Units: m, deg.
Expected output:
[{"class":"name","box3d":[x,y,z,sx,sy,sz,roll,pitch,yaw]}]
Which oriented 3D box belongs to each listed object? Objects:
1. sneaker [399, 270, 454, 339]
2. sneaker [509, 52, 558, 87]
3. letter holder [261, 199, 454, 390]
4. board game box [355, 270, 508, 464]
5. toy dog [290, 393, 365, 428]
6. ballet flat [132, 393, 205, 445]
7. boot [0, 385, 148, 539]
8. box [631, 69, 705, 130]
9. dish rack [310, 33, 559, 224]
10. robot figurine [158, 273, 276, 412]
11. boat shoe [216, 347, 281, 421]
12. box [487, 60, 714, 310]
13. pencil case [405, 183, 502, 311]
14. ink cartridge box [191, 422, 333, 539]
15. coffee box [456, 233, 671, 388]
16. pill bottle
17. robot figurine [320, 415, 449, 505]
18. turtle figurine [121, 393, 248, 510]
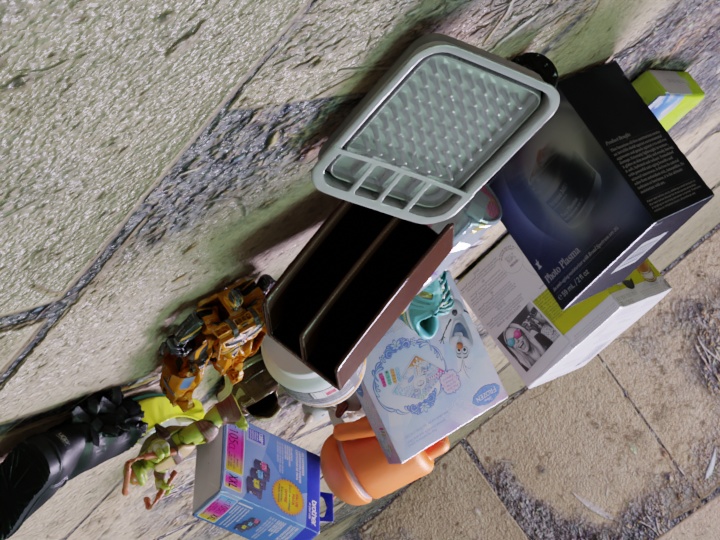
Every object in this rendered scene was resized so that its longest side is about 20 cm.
[{"class":"sneaker","box3d":[0.096,0.018,1.986,0.077,0.080,0.201,-30,158,-26]},{"class":"sneaker","box3d":[0.110,-0.140,1.518,0.199,0.067,0.091,-33,164,-21]},{"class":"letter holder","box3d":[0.000,0.000,1.540,0.200,0.100,0.142,-51,168,-14]},{"class":"board game box","box3d":[0.082,0.133,2.096,0.199,0.200,0.043,-28,-176,-28]},{"class":"toy dog","box3d":[-0.037,0.200,2.235,0.097,0.131,0.201,-53,169,-34]},{"class":"ballet flat","box3d":[-0.227,0.184,1.793,0.067,0.067,0.200,-36,167,11]},{"class":"boot","box3d":[-0.330,0.210,1.637,0.198,0.074,0.162,-43,171,34]},{"class":"box","box3d":[0.365,-0.204,1.970,0.122,0.048,0.200,-43,165,25]},{"class":"dish rack","box3d":[0.064,-0.132,1.373,0.171,0.044,0.200,16,134,-35]},{"class":"robot figurine","box3d":[-0.151,0.076,1.630,0.144,0.058,0.200,-30,166,-29]},{"class":"boat shoe","box3d":[-0.137,0.162,1.923,0.074,0.075,0.203,-32,166,-12]},{"class":"box","box3d":[0.263,-0.097,1.758,0.123,0.199,0.200,-21,161,-38]},{"class":"pencil case","box3d":[0.076,-0.031,1.770,0.200,0.083,0.091,-45,-174,32]},{"class":"ink cartridge box","box3d":[-0.128,0.300,2.086,0.199,0.137,0.076,30,128,-28]},{"class":"coffee box","box3d":[0.304,0.025,2.279,0.200,0.198,0.199,-45,163,29]},{"class":"pill bottle","box3d":[-0.057,0.093,1.800,0.116,0.117,0.200,-35,167,-3]},{"class":"robot figurine","box3d":[0.025,0.261,2.170,0.199,0.117,0.144,-28,171,11]},{"class":"turtle figurine","box3d":[-0.207,0.200,1.713,0.161,0.065,0.200,-31,162,-14]}]
